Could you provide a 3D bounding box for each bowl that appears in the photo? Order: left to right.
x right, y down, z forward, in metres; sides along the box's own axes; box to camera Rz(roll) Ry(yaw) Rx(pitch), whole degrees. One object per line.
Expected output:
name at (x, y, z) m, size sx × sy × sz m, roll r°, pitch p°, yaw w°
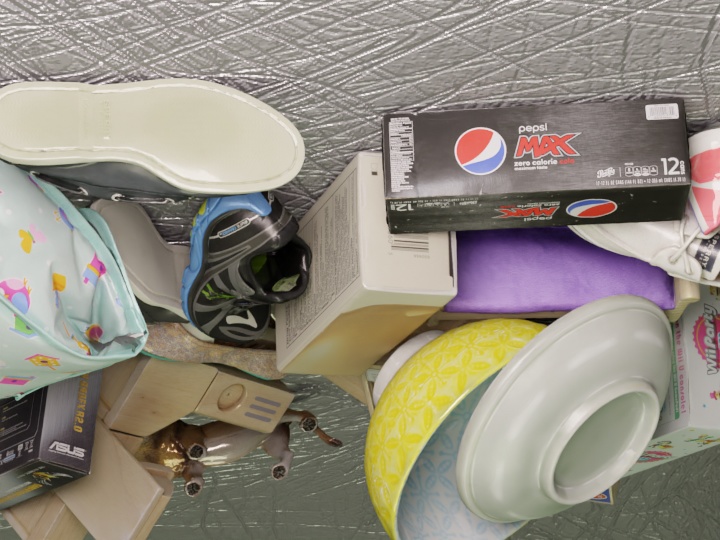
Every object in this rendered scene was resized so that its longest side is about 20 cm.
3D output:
bowl at (0.072, 0.105, 1.467) m, size 0.200 × 0.108 × 0.200 m, roll -26°, pitch 139°, yaw -25°

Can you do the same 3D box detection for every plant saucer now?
plant saucer at (0.159, 0.112, 1.428) m, size 0.200 × 0.050 × 0.200 m, roll -26°, pitch 139°, yaw -25°

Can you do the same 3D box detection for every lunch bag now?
lunch bag at (-0.260, 0.010, 1.361) m, size 0.170 × 0.122 × 0.200 m, roll -19°, pitch 131°, yaw 38°

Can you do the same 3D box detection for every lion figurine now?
lion figurine at (-0.126, 0.161, 1.918) m, size 0.200 × 0.073 × 0.122 m, roll -4°, pitch -165°, yaw -13°

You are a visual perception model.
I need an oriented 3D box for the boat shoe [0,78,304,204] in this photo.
boat shoe at (-0.136, -0.075, 1.263) m, size 0.199 × 0.075 × 0.066 m, roll 1°, pitch 162°, yaw -5°

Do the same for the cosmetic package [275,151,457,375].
cosmetic package at (0.000, 0.000, 1.442) m, size 0.071 × 0.105 × 0.200 m, roll 5°, pitch 161°, yaw -19°

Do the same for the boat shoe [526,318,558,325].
boat shoe at (0.099, 0.051, 1.648) m, size 0.200 × 0.064 × 0.071 m, roll -10°, pitch 159°, yaw 23°

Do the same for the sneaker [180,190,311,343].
sneaker at (-0.079, 0.006, 1.440) m, size 0.083 × 0.071 × 0.200 m, roll 36°, pitch 154°, yaw 13°

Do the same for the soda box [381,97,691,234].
soda box at (0.115, -0.068, 1.320) m, size 0.200 × 0.063 × 0.071 m, roll -2°, pitch 161°, yaw 3°

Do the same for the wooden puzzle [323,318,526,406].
wooden puzzle at (0.064, 0.063, 1.599) m, size 0.185 × 0.046 × 0.200 m, roll 35°, pitch 138°, yaw -13°

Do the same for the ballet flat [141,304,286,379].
ballet flat at (-0.114, 0.040, 1.621) m, size 0.067 × 0.068 × 0.200 m, roll -38°, pitch 150°, yaw 28°

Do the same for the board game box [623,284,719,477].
board game box at (0.223, 0.085, 1.630) m, size 0.064 × 0.148 × 0.200 m, roll 10°, pitch 157°, yaw -28°

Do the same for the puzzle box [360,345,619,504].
puzzle box at (0.103, 0.122, 1.588) m, size 0.200 × 0.025 × 0.133 m, roll 6°, pitch 137°, yaw 20°

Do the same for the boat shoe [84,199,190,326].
boat shoe at (-0.169, -0.003, 1.471) m, size 0.060 × 0.074 × 0.200 m, roll -11°, pitch 165°, yaw 16°

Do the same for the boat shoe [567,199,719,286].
boat shoe at (0.233, -0.024, 1.381) m, size 0.200 × 0.071 × 0.070 m, roll 18°, pitch -161°, yaw -15°

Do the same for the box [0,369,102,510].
box at (-0.280, 0.107, 1.626) m, size 0.048 × 0.159 × 0.200 m, roll 21°, pitch 150°, yaw -33°

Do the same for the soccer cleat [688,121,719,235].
soccer cleat at (0.314, -0.054, 1.363) m, size 0.200 × 0.073 × 0.068 m, roll 4°, pitch 160°, yaw -14°

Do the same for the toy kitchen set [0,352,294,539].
toy kitchen set at (-0.161, 0.169, 1.668) m, size 0.180 × 0.163 × 0.200 m, roll 21°, pitch 105°, yaw -48°

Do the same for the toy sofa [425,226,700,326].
toy sofa at (0.143, -0.012, 1.450) m, size 0.200 × 0.083 × 0.098 m, roll 0°, pitch 161°, yaw -4°
